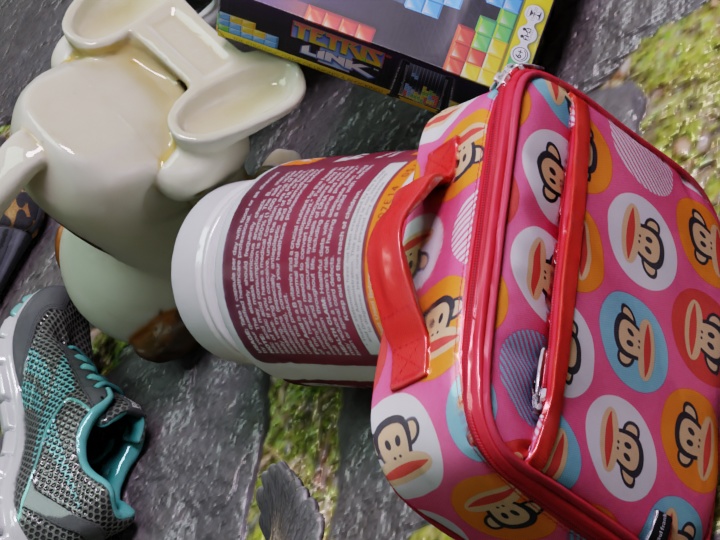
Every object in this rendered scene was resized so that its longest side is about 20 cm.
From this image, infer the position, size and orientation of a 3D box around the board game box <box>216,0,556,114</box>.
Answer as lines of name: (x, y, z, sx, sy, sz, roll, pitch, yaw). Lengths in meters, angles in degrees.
board game box: (0.034, -0.192, 1.202, 0.057, 0.164, 0.201, 109, -179, -69)

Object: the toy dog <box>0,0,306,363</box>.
toy dog: (-0.117, -0.037, 1.263, 0.139, 0.201, 0.194, 33, 61, 21)

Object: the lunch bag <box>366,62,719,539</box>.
lunch bag: (0.073, 0.021, 0.946, 0.082, 0.176, 0.201, -24, 44, 40)

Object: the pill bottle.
pill bottle: (0.000, 0.000, 1.121, 0.199, 0.114, 0.115, -1, 61, 52)

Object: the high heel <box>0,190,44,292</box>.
high heel: (-0.311, -0.044, 1.555, 0.199, 0.071, 0.143, 24, 84, 19)

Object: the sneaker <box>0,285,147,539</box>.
sneaker: (-0.161, 0.087, 1.315, 0.091, 0.078, 0.201, -21, 47, 20)

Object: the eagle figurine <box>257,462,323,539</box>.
eagle figurine: (-0.020, 0.196, 0.935, 0.200, 0.151, 0.152, 36, 50, 22)

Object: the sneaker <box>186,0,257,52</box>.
sneaker: (-0.099, -0.140, 1.344, 0.076, 0.088, 0.200, 61, 149, 19)
